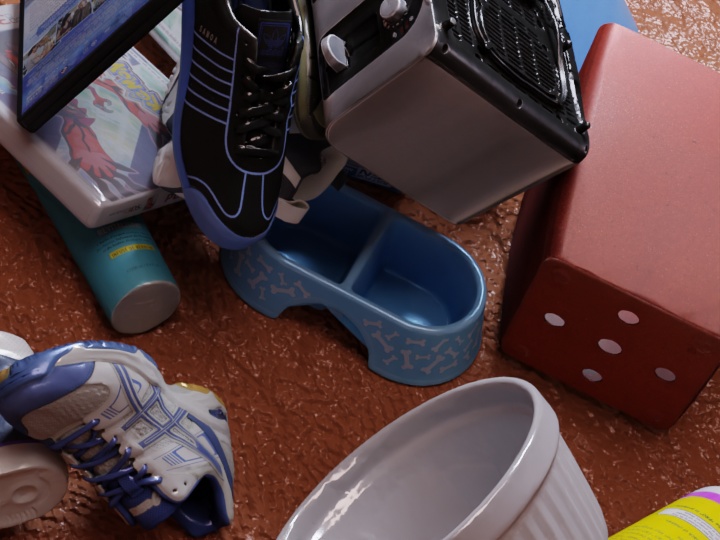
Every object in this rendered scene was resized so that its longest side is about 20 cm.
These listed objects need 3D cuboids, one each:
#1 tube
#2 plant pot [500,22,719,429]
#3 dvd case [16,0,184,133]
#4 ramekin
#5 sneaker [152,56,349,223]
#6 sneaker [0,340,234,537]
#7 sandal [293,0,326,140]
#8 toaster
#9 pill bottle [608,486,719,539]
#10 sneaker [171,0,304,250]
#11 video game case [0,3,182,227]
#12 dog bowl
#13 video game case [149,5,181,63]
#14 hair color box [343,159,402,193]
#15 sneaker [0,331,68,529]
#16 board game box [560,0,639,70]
[{"bbox_3d":[-0.187,-0.045,1.239,0.077,0.051,0.201,-7,50,-35],"label":"tube"},{"bbox_3d":[0.202,-0.013,1.252,0.199,0.200,0.177,26,57,4],"label":"plant pot"},{"bbox_3d":[-0.176,-0.191,1.205,0.018,0.142,0.201,39,22,-32],"label":"dvd case"},{"bbox_3d":[0.051,0.166,1.044,0.105,0.199,0.200,52,48,-16],"label":"ramekin"},{"bbox_3d":[-0.066,-0.104,1.243,0.129,0.080,0.200,26,31,-17],"label":"sneaker"},{"bbox_3d":[-0.134,0.104,1.058,0.200,0.075,0.089,25,43,-52],"label":"sneaker"},{"bbox_3d":[-0.057,-0.170,1.207,0.057,0.080,0.202,-23,64,10],"label":"sandal"},{"bbox_3d":[0.058,-0.149,1.178,0.199,0.118,0.182,29,43,-42],"label":"toaster"},{"bbox_3d":[0.169,0.215,1.103,0.199,0.105,0.104,-21,61,-32],"label":"pill bottle"},{"bbox_3d":[-0.072,-0.116,1.119,0.070,0.078,0.202,-3,86,-33],"label":"sneaker"},{"bbox_3d":[-0.194,-0.118,1.255,0.200,0.023,0.182,43,31,15],"label":"video game case"},{"bbox_3d":[0.000,0.000,1.258,0.199,0.050,0.112,28,48,4],"label":"dog bowl"},{"bbox_3d":[-0.073,-0.219,1.333,0.182,0.023,0.200,-47,58,6],"label":"video game case"},{"bbox_3d":[0.009,-0.161,1.386,0.099,0.061,0.201,16,49,-6],"label":"hair color box"},{"bbox_3d":[-0.281,0.092,1.076,0.198,0.081,0.147,-8,47,-21],"label":"sneaker"},{"bbox_3d":[0.139,-0.183,1.448,0.199,0.039,0.159,24,57,-20],"label":"board game box"}]
